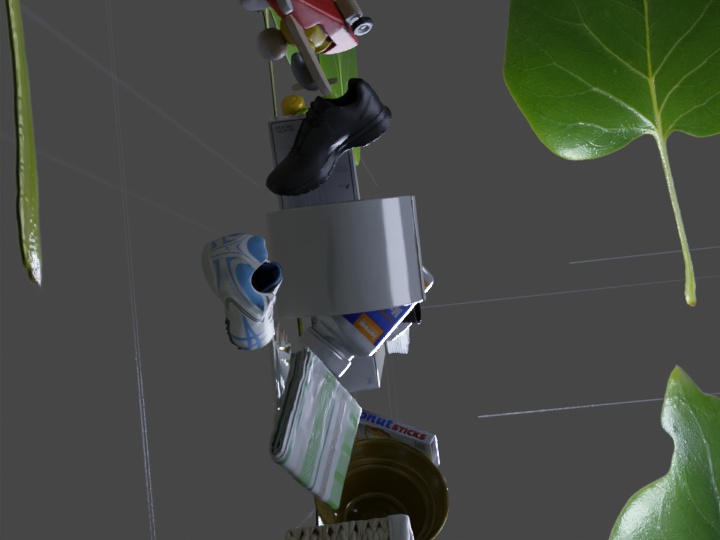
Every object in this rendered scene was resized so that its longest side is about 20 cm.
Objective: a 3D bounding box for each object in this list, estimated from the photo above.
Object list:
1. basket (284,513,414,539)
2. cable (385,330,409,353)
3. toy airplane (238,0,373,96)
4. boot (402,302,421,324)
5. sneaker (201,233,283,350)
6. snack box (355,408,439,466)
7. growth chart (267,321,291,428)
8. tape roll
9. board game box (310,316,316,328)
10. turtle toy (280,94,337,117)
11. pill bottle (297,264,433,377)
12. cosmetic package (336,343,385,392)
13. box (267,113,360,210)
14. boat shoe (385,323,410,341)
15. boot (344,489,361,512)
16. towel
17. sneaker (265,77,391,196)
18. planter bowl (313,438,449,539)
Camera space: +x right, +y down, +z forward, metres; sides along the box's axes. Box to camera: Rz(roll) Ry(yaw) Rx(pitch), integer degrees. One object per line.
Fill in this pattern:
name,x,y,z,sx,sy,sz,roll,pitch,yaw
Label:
basket,-0.001,0.431,1.445,0.201,0.160,0.199,79,7,-51
cable,0.099,0.139,3.395,0.201,0.069,0.201,-89,172,-48
toy airplane,-0.095,-0.335,1.588,0.199,0.141,0.200,42,31,-16
boot,0.000,0.000,1.819,0.072,0.165,0.201,-53,131,-55
sneaker,-0.110,0.027,1.217,0.200,0.072,0.072,77,7,-63
snack box,0.027,0.253,1.836,0.024,0.199,0.072,-54,148,-35
growth chart,-0.095,0.149,1.528,0.200,0.018,0.146,67,17,-73
tape roll,-0.020,-0.020,1.545,0.203,0.201,0.140,-31,114,-84
board game box,-0.073,-0.002,1.921,0.105,0.023,0.201,-20,104,-82
turtle toy,-0.063,-0.200,1.821,0.201,0.100,0.146,-90,172,-50
pill bottle,0.003,0.053,1.712,0.112,0.200,0.112,40,-5,4
cosmetic package,-0.017,0.136,1.935,0.200,0.104,0.072,-78,160,-78
box,-0.061,-0.123,1.689,0.060,0.116,0.201,-84,166,-78
boat shoe,0.013,0.018,1.911,0.200,0.068,0.072,52,-15,15
boot,-0.014,0.397,1.892,0.200,0.067,0.132,13,76,-83
towel,-0.057,0.203,1.494,0.200,0.031,0.150,57,43,-55
sneaker,-0.055,-0.182,1.588,0.076,0.200,0.091,35,-16,49
planter bowl,0.026,0.354,1.751,0.084,0.199,0.201,99,-8,-46
